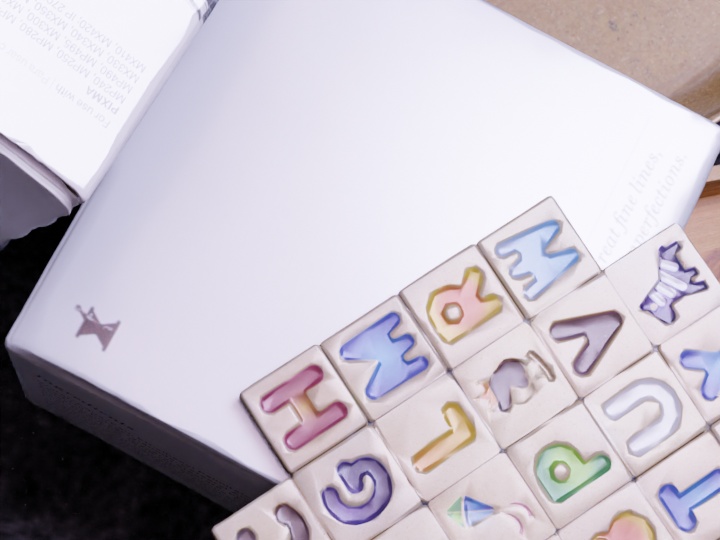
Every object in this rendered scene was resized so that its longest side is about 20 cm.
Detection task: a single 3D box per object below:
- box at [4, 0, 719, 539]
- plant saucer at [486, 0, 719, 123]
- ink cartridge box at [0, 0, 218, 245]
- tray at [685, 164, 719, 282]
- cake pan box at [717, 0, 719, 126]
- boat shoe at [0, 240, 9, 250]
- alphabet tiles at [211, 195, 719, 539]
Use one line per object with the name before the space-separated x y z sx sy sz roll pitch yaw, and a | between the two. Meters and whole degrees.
box | 0.000 0.000 0.875 0.199 0.131 0.200 28 77 2
plant saucer | 0.105 -0.143 0.993 0.199 0.035 0.201 -2 77 8
ink cartridge box | -0.099 -0.116 0.816 0.084 0.145 0.201 36 71 -16
tray | 0.144 0.009 0.989 0.199 0.037 0.099 -11 78 -19
cake pan box | 0.232 -0.155 1.053 0.183 0.052 0.201 -4 76 -15
boat shoe | -0.200 -0.096 0.901 0.200 0.071 0.091 36 67 -3
alphabet tiles | 0.058 0.077 0.794 0.199 0.006 0.167 -32 85 -11
